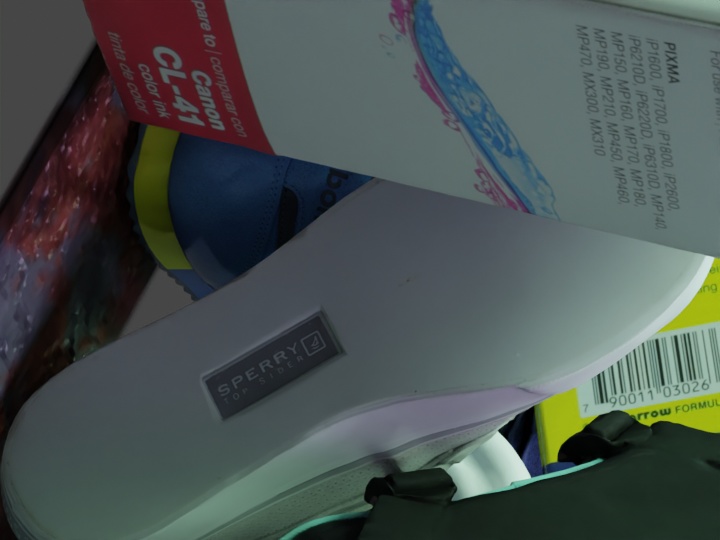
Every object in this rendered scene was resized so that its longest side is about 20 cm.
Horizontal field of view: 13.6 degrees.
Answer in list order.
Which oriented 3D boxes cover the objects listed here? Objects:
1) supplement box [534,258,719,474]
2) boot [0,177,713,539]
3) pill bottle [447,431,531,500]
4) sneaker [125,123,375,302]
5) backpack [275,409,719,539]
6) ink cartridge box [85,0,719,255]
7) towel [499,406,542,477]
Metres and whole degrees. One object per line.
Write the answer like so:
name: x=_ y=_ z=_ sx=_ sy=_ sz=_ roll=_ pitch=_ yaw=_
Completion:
supplement box: x=0.111 y=-0.002 z=0.997 sx=0.109 sy=0.109 sz=0.201 roll=61 pitch=20 yaw=-61
boot: x=0.005 y=0.028 z=0.804 sx=0.096 sy=0.199 sz=0.074 roll=50 pitch=18 yaw=-70
pill bottle: x=0.017 y=0.130 z=0.959 sx=0.111 sy=0.111 sz=0.200 roll=-64 pitch=156 yaw=-25
sneaker: x=0.000 y=0.000 z=0.876 sx=0.200 sy=0.078 sz=0.066 roll=50 pitch=57 yaw=-66
backpack: x=0.061 y=0.160 z=0.760 sx=0.175 sy=0.153 sz=0.201 roll=-13 pitch=123 yaw=-40
ink cartridge box: x=0.050 y=-0.093 z=0.744 sx=0.148 sy=0.199 sz=0.086 roll=-58 pitch=152 yaw=-33
towel: x=0.049 y=0.108 z=1.108 sx=0.112 sy=0.048 sz=0.201 roll=-31 pitch=132 yaw=-61
